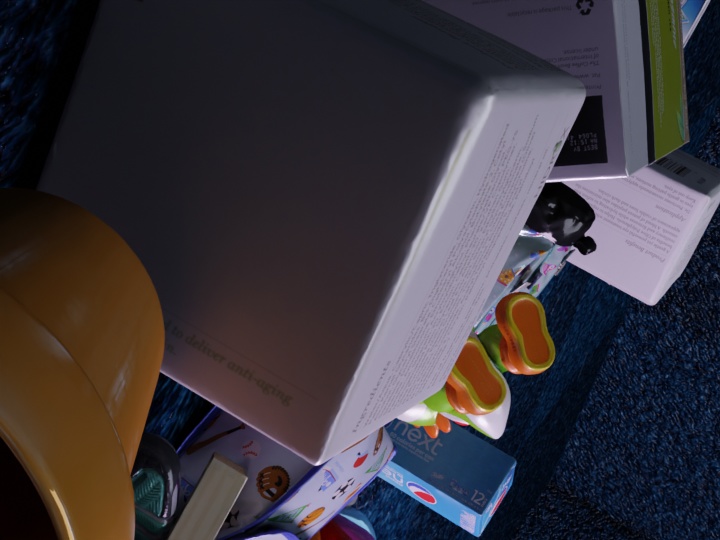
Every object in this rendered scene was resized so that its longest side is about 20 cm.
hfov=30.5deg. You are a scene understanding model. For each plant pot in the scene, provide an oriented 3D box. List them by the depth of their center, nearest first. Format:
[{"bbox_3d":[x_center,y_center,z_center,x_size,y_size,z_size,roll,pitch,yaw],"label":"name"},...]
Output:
[{"bbox_3d":[-0.168,0.057,0.526,0.183,0.200,0.201,-63,174,-63],"label":"plant pot"}]

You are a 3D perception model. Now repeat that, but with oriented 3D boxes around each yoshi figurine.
[{"bbox_3d":[0.049,0.055,0.954,0.200,0.112,0.112,-25,-131,65],"label":"yoshi figurine"}]

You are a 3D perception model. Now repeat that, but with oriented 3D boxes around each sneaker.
[{"bbox_3d":[-0.162,0.163,0.907,0.200,0.074,0.088,-60,177,37],"label":"sneaker"}]

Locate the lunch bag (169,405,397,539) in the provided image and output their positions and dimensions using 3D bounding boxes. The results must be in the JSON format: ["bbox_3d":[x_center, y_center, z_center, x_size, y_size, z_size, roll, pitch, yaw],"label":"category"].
[{"bbox_3d":[-0.075,0.169,1.069,0.200,0.124,0.170,-43,160,-9],"label":"lunch bag"}]

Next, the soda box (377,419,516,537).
[{"bbox_3d":[0.047,0.170,1.273,0.068,0.200,0.064,-53,162,-24],"label":"soda box"}]

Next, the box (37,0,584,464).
[{"bbox_3d":[-0.029,-0.048,0.679,0.171,0.199,0.200,-17,134,-66],"label":"box"}]

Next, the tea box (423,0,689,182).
[{"bbox_3d":[0.104,-0.133,0.899,0.197,0.199,0.134,-25,111,-64],"label":"tea box"}]

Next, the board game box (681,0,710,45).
[{"bbox_3d":[0.177,-0.224,1.063,0.126,0.200,0.035,-60,-159,-2],"label":"board game box"}]

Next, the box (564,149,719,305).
[{"bbox_3d":[0.368,-0.087,1.794,0.200,0.199,0.172,-25,141,-63],"label":"box"}]

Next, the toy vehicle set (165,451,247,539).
[{"bbox_3d":[-0.137,0.218,0.894,0.200,0.026,0.124,-61,-178,-9],"label":"toy vehicle set"}]

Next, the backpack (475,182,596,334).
[{"bbox_3d":[0.104,-0.018,1.255,0.200,0.167,0.127,-54,160,20],"label":"backpack"}]

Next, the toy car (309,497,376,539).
[{"bbox_3d":[-0.050,0.264,1.228,0.175,0.150,0.200,-64,163,7],"label":"toy car"}]
